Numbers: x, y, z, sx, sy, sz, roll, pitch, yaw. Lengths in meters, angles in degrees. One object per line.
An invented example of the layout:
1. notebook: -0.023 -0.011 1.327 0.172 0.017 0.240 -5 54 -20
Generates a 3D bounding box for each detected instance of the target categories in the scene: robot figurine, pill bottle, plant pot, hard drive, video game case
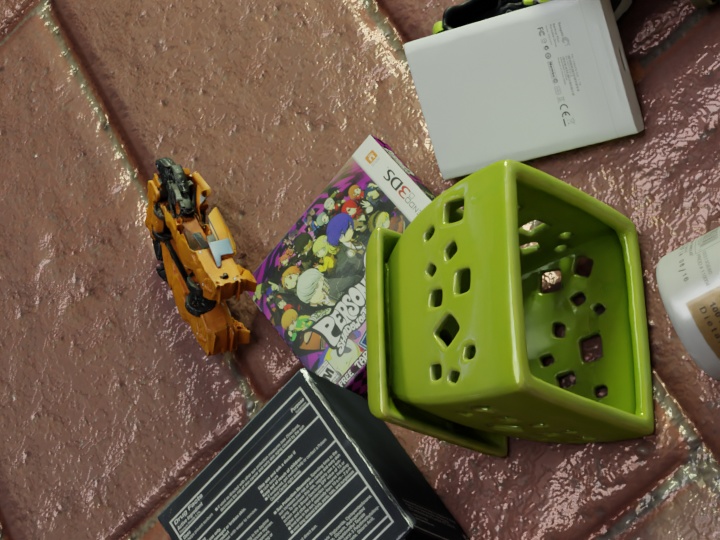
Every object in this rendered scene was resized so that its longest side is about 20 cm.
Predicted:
1. robot figurine: -0.163 -0.019 1.834 0.145 0.058 0.200 102 150 -43
2. pill bottle: 0.343 -0.003 1.449 0.200 0.114 0.115 -30 58 24
3. plant pot: 0.115 0.046 1.550 0.181 0.200 0.200 -20 62 37
4. hard drive: 0.146 -0.167 1.672 0.199 0.027 0.132 -12 99 31
5. video game case: 0.000 0.000 1.747 0.200 0.036 0.181 -49 51 11

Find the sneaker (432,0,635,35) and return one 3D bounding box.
1. sneaker: 0.159 -0.240 1.694 0.200 0.083 0.072 -23 61 28

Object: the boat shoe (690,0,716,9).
1. boat shoe: 0.311 -0.330 1.633 0.068 0.072 0.201 -16 74 26

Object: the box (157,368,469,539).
1. box: -0.039 0.232 1.630 0.200 0.123 0.199 -45 54 11
